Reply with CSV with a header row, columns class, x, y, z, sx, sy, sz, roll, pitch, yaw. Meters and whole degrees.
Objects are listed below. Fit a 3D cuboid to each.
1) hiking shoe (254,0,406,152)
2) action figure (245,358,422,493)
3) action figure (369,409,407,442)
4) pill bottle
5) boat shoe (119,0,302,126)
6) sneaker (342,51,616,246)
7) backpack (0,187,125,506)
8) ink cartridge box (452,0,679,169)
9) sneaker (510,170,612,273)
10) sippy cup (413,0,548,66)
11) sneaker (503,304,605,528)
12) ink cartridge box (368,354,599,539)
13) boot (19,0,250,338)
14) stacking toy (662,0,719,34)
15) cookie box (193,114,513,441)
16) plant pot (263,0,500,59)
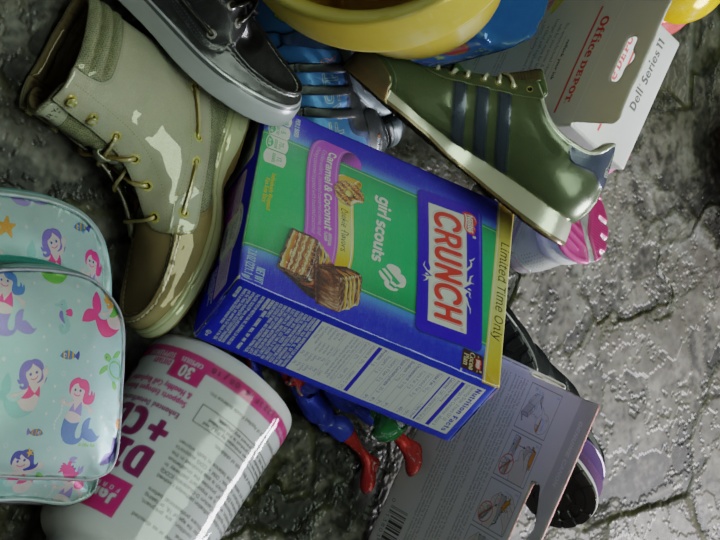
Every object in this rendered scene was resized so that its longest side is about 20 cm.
class,x,y,z,sx,sy,sz,roll,pitch,yaw
hiking shoe,-0.044,-0.135,1.611,0.200,0.074,0.087,48,63,-31
action figure,-0.034,0.100,1.624,0.200,0.065,0.099,50,29,-29
action figure,0.035,0.041,1.659,0.118,0.055,0.200,31,50,-25
pill bottle,-0.142,0.152,1.521,0.113,0.113,0.200,46,64,-32
boat shoe,-0.104,-0.183,1.528,0.200,0.066,0.070,45,30,-10
sneaker,0.091,-0.111,1.594,0.200,0.067,0.090,39,92,-4
backpack,-0.236,0.045,1.422,0.177,0.150,0.200,8,83,-39
ink cartridge box,0.156,-0.139,1.695,0.067,0.200,0.117,38,69,-35
sneaker,0.148,-0.078,1.774,0.081,0.088,0.200,46,42,-26
sippy cup,0.064,-0.208,1.660,0.178,0.130,0.140,-53,123,-25
sneaker,0.130,0.099,1.789,0.200,0.076,0.088,64,27,-14
ink cartridge box,0.094,0.167,1.654,0.045,0.176,0.200,23,91,-37
boot,-0.161,-0.069,1.519,0.155,0.072,0.200,29,67,-38
stacking toy,0.239,-0.233,1.756,0.146,0.200,0.146,0,89,-40
cookie box,0.000,0.000,1.570,0.200,0.075,0.171,23,46,-17
plant pot,0.020,-0.226,1.485,0.189,0.201,0.201,52,53,-74
